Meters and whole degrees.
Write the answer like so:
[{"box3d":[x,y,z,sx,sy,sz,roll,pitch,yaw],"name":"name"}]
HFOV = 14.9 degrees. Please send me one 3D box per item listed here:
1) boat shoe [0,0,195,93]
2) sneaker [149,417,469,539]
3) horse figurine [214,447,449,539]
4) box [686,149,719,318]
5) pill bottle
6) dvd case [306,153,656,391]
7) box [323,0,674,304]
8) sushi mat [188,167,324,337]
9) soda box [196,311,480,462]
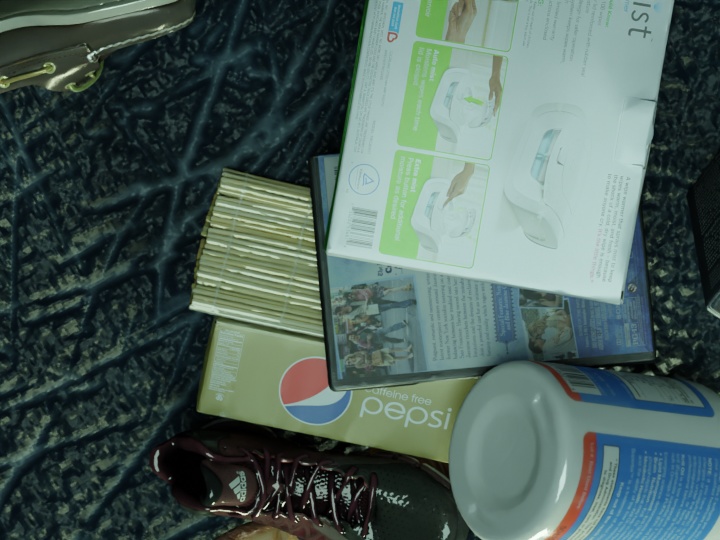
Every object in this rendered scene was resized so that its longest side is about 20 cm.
[{"box3d":[-0.187,-0.136,1.636,0.200,0.072,0.060,-12,115,11],"name":"boat shoe"},{"box3d":[-0.042,0.140,1.667,0.200,0.115,0.076,11,93,27],"name":"sneaker"},{"box3d":[0.002,0.170,1.743,0.133,0.050,0.200,46,115,5],"name":"horse figurine"},{"box3d":[0.281,-0.014,1.589,0.148,0.200,0.107,33,109,-8],"name":"box"},{"box3d":[0.161,0.118,1.654,0.200,0.112,0.112,9,114,-36],"name":"pill bottle"},{"box3d":[0.073,-0.006,1.656,0.200,0.018,0.143,-5,86,-4],"name":"dvd case"},{"box3d":[0.080,-0.093,1.596,0.176,0.097,0.200,9,92,-2],"name":"box"},{"box3d":[0.000,0.000,1.677,0.200,0.012,0.096,12,71,-2],"name":"sushi mat"},{"box3d":[0.003,0.066,1.701,0.200,0.068,0.064,12,111,-2],"name":"soda box"}]
